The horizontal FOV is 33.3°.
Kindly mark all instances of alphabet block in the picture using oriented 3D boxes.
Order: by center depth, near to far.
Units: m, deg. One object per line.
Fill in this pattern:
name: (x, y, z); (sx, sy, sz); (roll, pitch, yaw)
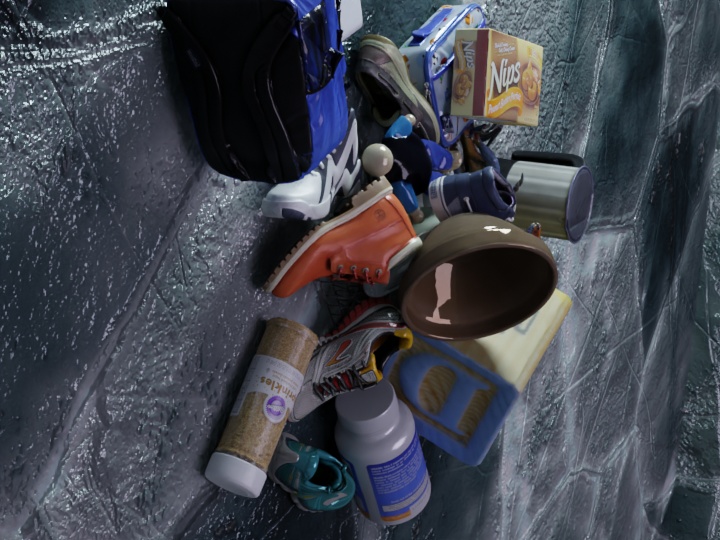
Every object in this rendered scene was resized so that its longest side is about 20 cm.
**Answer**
alphabet block: (0.147, 0.108, 1.665); (0.200, 0.195, 0.196); (-50, 169, -43)

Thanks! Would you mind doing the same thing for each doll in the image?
doll: (0.068, -0.127, 1.528); (0.199, 0.048, 0.139); (8, 77, -57)

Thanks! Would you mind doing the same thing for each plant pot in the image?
plant pot: (0.138, -0.006, 1.488); (0.201, 0.198, 0.094); (55, 19, -53)

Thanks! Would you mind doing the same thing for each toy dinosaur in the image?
toy dinosaur: (0.194, -0.117, 1.707); (0.183, 0.104, 0.201); (58, 22, -18)

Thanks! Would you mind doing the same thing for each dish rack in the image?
dish rack: (0.000, 0.000, 1.564); (0.154, 0.054, 0.202); (-55, 143, -37)

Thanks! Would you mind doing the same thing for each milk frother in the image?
milk frother: (0.252, -0.163, 1.838); (0.182, 0.186, 0.201); (-63, 147, -30)

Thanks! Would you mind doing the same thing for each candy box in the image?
candy box: (0.193, -0.266, 1.680); (0.199, 0.055, 0.117); (-4, 98, -60)

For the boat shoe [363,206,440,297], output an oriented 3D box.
boat shoe: (0.060, -0.024, 1.553); (0.200, 0.069, 0.072); (-33, 136, -49)

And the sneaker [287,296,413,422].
sneaker: (-0.020, 0.116, 1.493); (0.200, 0.082, 0.078); (-41, 141, -10)

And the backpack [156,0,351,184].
backpack: (-0.085, -0.199, 1.227); (0.168, 0.160, 0.203); (-43, 133, -49)

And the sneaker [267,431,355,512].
sneaker: (-0.051, 0.267, 1.529); (0.200, 0.079, 0.079); (44, 61, -58)

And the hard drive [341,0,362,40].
hard drive: (-0.063, -0.307, 1.376); (0.200, 0.025, 0.134); (-46, 137, -46)

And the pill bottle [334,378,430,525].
pill bottle: (0.027, 0.240, 1.630); (0.112, 0.111, 0.202); (-54, 143, -38)

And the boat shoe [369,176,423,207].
boat shoe: (0.054, -0.064, 1.635); (0.068, 0.072, 0.202); (-35, 138, -25)

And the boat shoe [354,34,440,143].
boat shoe: (0.041, -0.214, 1.560); (0.066, 0.071, 0.202); (-59, 141, -24)

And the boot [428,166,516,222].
boot: (0.168, -0.060, 1.554); (0.200, 0.089, 0.074); (43, 42, -51)

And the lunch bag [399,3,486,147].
lunch bag: (0.118, -0.275, 1.674); (0.200, 0.075, 0.162); (-52, 139, -43)

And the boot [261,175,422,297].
boot: (-0.019, -0.013, 1.414); (0.199, 0.075, 0.108); (-36, 92, -14)

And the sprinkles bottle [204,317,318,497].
sprinkles bottle: (-0.113, 0.157, 1.391); (0.068, 0.067, 0.202); (52, 53, -54)

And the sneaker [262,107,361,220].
sneaker: (-0.056, -0.138, 1.390); (0.199, 0.078, 0.132); (-29, 123, -56)
